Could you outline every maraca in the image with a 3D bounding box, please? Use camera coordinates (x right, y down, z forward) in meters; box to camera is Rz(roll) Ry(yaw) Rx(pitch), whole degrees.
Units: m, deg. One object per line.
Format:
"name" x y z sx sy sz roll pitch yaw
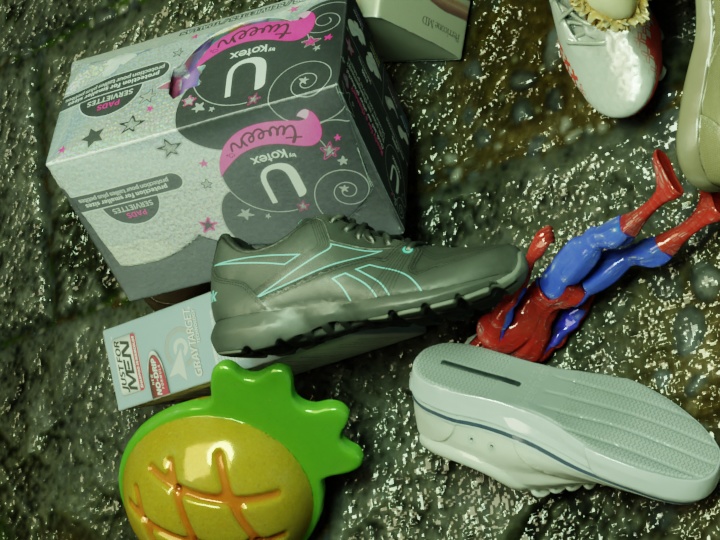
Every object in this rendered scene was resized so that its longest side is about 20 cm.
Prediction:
"maraca" -0.082 0.133 1.157 0.200 0.137 0.107 -48 16 36

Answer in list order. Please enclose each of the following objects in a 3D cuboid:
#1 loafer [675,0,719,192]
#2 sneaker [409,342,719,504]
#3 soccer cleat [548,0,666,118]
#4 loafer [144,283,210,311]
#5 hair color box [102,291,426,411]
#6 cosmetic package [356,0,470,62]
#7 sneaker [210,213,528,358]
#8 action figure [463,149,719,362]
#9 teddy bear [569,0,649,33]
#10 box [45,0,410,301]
"loafer" 0.229 -0.142 0.992 0.067 0.076 0.201 7 92 37
"sneaker" 0.122 0.102 1.054 0.199 0.073 0.071 20 133 28
"soccer cleat" 0.137 -0.189 1.097 0.068 0.085 0.201 -22 66 32
"loafer" -0.092 -0.039 1.244 0.200 0.071 0.073 -48 55 15
"hair color box" -0.067 0.042 1.184 0.200 0.099 0.061 -20 79 33
"cosmetic package" 0.025 -0.252 1.190 0.087 0.103 0.201 5 83 39
"sneaker" 0.000 0.000 1.050 0.199 0.075 0.080 -10 79 11
"action figure" 0.130 0.003 1.064 0.200 0.065 0.052 -43 45 32
"teddy bear" 0.156 -0.217 1.042 0.144 0.067 0.200 17 55 0
"box" -0.081 -0.081 1.128 0.199 0.132 0.115 -14 41 15
